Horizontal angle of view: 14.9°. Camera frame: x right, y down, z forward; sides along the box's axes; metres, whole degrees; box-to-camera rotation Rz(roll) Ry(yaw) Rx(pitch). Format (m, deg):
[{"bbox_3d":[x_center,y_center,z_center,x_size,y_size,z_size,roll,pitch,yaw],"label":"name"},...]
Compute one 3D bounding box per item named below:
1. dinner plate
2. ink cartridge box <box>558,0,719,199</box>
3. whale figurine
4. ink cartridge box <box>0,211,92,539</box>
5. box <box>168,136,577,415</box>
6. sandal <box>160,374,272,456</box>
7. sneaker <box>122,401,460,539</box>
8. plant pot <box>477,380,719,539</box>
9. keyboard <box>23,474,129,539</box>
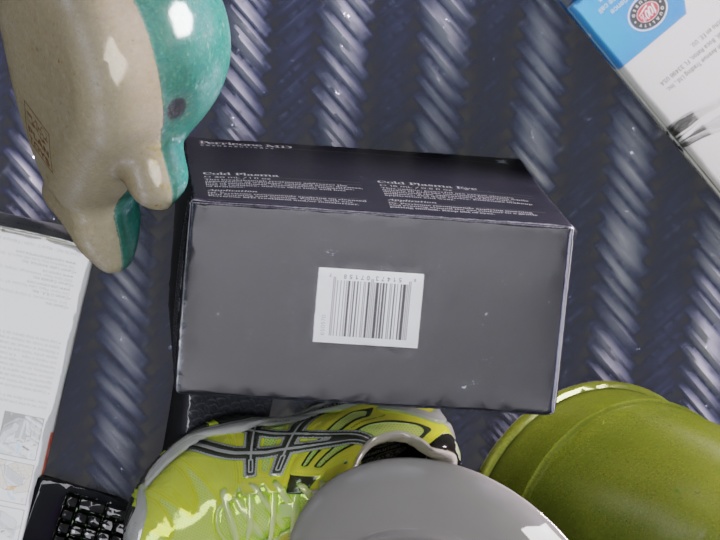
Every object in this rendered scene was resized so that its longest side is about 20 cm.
[{"bbox_3d":[0.043,0.193,1.463,0.199,0.024,0.201,14,122,24],"label":"dinner plate"},{"bbox_3d":[0.223,-0.122,1.512,0.146,0.084,0.200,-39,104,5],"label":"ink cartridge box"},{"bbox_3d":[-0.123,-0.093,1.438,0.103,0.159,0.200,-22,143,-24],"label":"whale figurine"},{"bbox_3d":[-0.221,0.066,1.530,0.108,0.050,0.201,13,100,-7],"label":"ink cartridge box"},{"bbox_3d":[0.000,0.000,1.470,0.199,0.182,0.105,4,103,-5],"label":"box"},{"bbox_3d":[-0.096,0.131,1.564,0.076,0.043,0.201,17,92,-32],"label":"sandal"},{"bbox_3d":[-0.038,0.116,1.521,0.199,0.076,0.076,-24,114,-17],"label":"sneaker"},{"bbox_3d":[0.185,0.170,1.482,0.200,0.193,0.201,-4,97,-34],"label":"plant pot"},{"bbox_3d":[-0.206,0.211,1.584,0.127,0.021,0.201,17,100,-9],"label":"keyboard"}]
